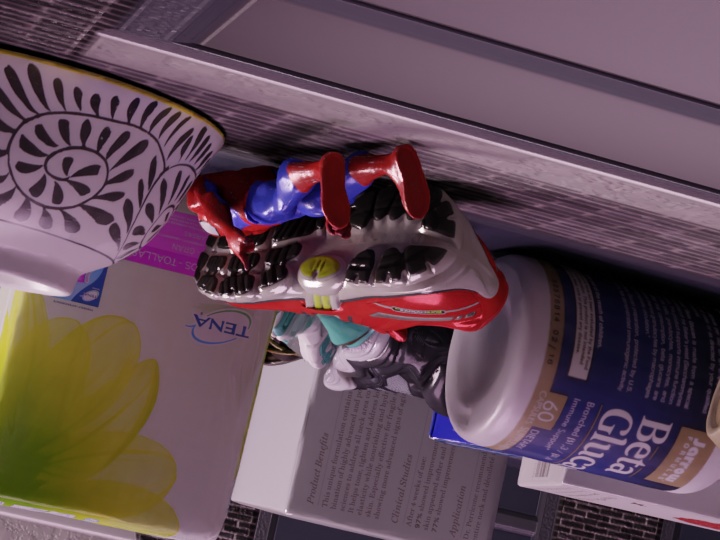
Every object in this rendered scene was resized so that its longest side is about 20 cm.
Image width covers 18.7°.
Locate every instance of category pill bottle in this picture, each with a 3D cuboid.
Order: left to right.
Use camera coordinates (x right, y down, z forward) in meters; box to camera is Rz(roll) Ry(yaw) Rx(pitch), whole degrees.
[{"bbox_3d":[0.159,0.067,1.265,0.199,0.112,0.111,15,173,-19],"label":"pill bottle"}]

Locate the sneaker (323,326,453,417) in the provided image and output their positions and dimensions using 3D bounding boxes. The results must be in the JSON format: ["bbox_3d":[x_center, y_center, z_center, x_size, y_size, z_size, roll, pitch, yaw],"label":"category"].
[{"bbox_3d":[0.040,0.067,1.541,0.113,0.076,0.200,27,169,-1],"label":"sneaker"}]

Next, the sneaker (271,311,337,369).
[{"bbox_3d":[-0.054,0.005,1.396,0.091,0.078,0.200,27,173,16],"label":"sneaker"}]

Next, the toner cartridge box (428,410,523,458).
[{"bbox_3d":[0.150,0.090,1.536,0.199,0.096,0.043,8,173,35],"label":"toner cartridge box"}]

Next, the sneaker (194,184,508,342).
[{"bbox_3d":[-0.008,0.005,1.140,0.199,0.077,0.085,6,150,46],"label":"sneaker"}]

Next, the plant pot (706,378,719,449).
[{"bbox_3d":[0.273,0.081,1.031,0.199,0.188,0.187,28,173,0],"label":"plant pot"}]

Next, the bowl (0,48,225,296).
[{"bbox_3d":[-0.173,-0.043,1.068,0.200,0.095,0.201,12,174,1],"label":"bowl"}]

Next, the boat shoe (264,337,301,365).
[{"bbox_3d":[-0.048,0.037,1.595,0.071,0.061,0.201,13,173,-9],"label":"boat shoe"}]

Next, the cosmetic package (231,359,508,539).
[{"bbox_3d":[0.014,0.155,1.982,0.199,0.168,0.166,16,173,-18],"label":"cosmetic package"}]

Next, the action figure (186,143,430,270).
[{"bbox_3d":[-0.037,-0.032,1.070,0.065,0.052,0.200,-13,-174,-25],"label":"action figure"}]

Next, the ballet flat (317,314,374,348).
[{"bbox_3d":[0.000,0.000,1.263,0.070,0.068,0.200,33,167,-9],"label":"ballet flat"}]

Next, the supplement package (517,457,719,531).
[{"bbox_3d":[0.218,0.102,1.398,0.199,0.120,0.121,13,172,-8],"label":"supplement package"}]

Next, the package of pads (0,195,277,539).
[{"bbox_3d":[-0.130,0.045,1.243,0.154,0.201,0.068,15,178,-23],"label":"package of pads"}]
